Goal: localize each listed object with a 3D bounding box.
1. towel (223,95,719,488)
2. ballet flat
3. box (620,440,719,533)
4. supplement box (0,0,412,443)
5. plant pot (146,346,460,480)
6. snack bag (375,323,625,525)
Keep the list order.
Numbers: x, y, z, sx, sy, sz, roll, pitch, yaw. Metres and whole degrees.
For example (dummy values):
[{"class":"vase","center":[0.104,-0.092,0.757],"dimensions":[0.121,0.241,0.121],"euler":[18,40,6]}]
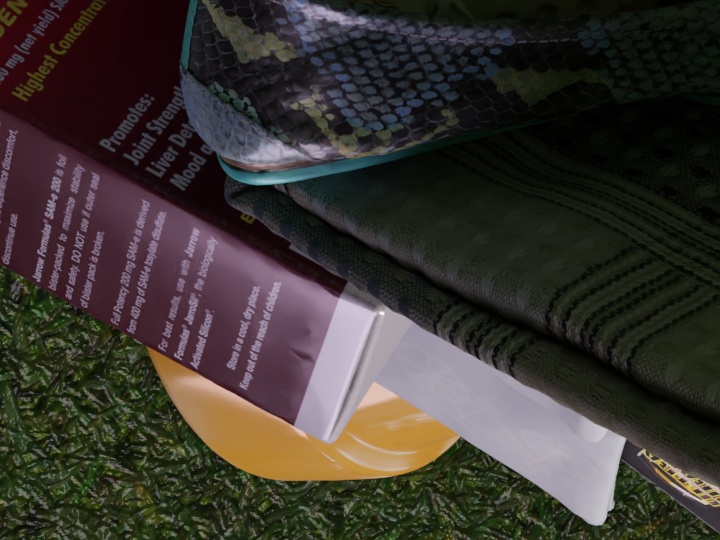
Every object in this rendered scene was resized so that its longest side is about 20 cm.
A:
[{"class":"towel","center":[0.100,-0.023,0.626],"dimensions":[0.192,0.035,0.200],"euler":[-24,-143,-34]},{"class":"ballet flat","center":[0.058,-0.068,0.621],"dimensions":[0.200,0.074,0.074],"euler":[-13,-174,-13]},{"class":"box","center":[0.074,-0.008,0.820],"dimensions":[0.200,0.049,0.160],"euler":[37,159,-4]},{"class":"supplement box","center":[-0.064,-0.055,0.713],"dimensions":[0.200,0.109,0.061],"euler":[28,141,7]},{"class":"plant pot","center":[0.043,-0.021,1.080],"dimensions":[0.183,0.200,0.200],"euler":[-3,168,34]},{"class":"snack bag","center":[0.000,0.000,0.846],"dimensions":[0.189,0.021,0.200],"euler":[32,163,11]}]
